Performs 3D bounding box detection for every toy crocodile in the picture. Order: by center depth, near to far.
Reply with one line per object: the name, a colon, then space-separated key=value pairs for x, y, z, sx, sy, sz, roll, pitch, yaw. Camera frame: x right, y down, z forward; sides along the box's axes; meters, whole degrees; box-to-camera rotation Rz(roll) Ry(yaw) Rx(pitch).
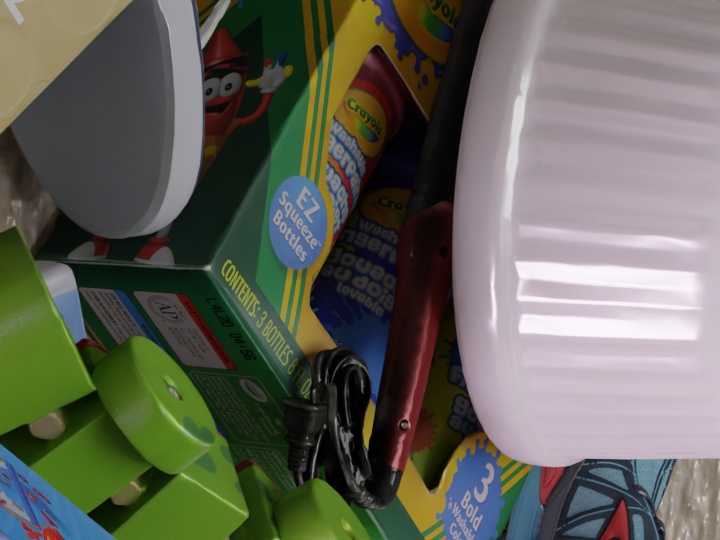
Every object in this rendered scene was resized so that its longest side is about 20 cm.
toy crocodile: x=-0.054 y=0.066 z=0.724 sx=0.200 sy=0.067 sz=0.062 roll=44 pitch=16 yaw=-36

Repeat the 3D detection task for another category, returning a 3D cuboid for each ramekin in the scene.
ramekin: x=0.110 y=-0.027 z=0.851 sx=0.202 sy=0.094 sz=0.203 roll=8 pitch=90 yaw=-66

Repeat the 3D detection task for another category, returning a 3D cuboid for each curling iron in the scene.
curling iron: x=0.020 y=-0.014 z=0.802 sx=0.050 sy=0.026 sz=0.200 roll=47 pitch=55 yaw=-48

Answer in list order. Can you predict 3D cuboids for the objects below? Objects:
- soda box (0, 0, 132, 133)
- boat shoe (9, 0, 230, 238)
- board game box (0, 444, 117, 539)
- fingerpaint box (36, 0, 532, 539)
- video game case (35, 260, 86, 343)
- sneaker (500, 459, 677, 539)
soda box: x=-0.129 y=-0.058 z=0.630 sx=0.200 sy=0.064 sz=0.068 roll=-48 pitch=132 yaw=-20
boat shoe: x=-0.071 y=-0.115 z=0.756 sx=0.086 sy=0.074 sz=0.202 roll=-24 pitch=103 yaw=-52
board game box: x=-0.131 y=0.131 z=0.569 sx=0.200 sy=0.056 sz=0.196 roll=-43 pitch=124 yaw=4
fingerpaint box: x=0.000 y=0.000 z=0.862 sx=0.167 sy=0.073 sz=0.200 roll=-62 pitch=139 yaw=-32
video game case: x=-0.139 y=0.114 z=0.698 sx=0.200 sy=0.023 sz=0.183 roll=-27 pitch=115 yaw=-45
sneaker: x=0.102 y=0.138 z=1.004 sx=0.079 sy=0.095 sz=0.200 roll=57 pitch=48 yaw=-41
